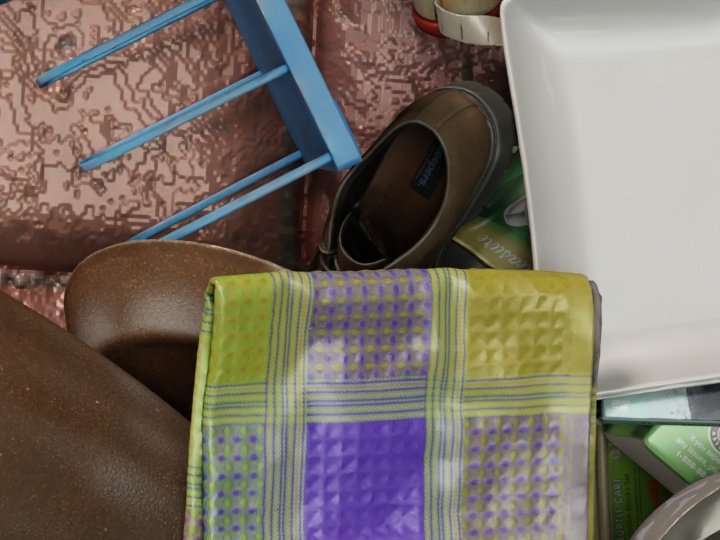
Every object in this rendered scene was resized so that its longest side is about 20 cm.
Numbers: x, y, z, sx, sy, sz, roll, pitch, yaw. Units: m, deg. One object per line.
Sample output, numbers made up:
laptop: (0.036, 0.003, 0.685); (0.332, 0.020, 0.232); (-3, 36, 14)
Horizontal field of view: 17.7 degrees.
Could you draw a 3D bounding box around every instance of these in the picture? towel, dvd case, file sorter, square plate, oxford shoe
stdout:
towel: (0.020, 0.070, 1.045); (0.199, 0.023, 0.145); (2, 97, -22)
dvd case: (0.189, -0.023, 1.134); (0.145, 0.022, 0.201); (2, 79, 3)
file sorter: (-0.103, -0.118, 1.127); (0.122, 0.139, 0.201); (-27, 97, -6)
square plate: (0.175, -0.044, 1.112); (0.197, 0.028, 0.201); (-7, 80, 2)
oxford shoe: (0.000, 0.000, 1.126); (0.072, 0.084, 0.201); (31, 113, 19)

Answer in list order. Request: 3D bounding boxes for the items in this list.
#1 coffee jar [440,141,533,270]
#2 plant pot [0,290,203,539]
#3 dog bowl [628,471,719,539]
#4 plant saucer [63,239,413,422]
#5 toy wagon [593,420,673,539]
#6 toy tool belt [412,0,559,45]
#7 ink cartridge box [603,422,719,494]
coffee jar: (0.113, -0.037, 1.196); (0.104, 0.085, 0.200); (37, 85, -1)
plant pot: (-0.133, 0.123, 1.073); (0.199, 0.187, 0.188); (25, 87, -25)
dog bowl: (0.200, 0.183, 1.101); (0.199, 0.059, 0.202); (-2, 97, -15)
plant saucer: (-0.058, 0.062, 1.114); (0.200, 0.200, 0.037); (29, 57, -10)
toy wagon: (0.140, 0.136, 1.232); (0.199, 0.040, 0.156); (-3, 92, -10)
toy tool belt: (0.110, -0.204, 1.164); (0.199, 0.125, 0.123); (-19, 123, -12)
ink cartridge box: (0.246, 0.052, 1.185); (0.145, 0.084, 0.200); (39, 84, -6)
